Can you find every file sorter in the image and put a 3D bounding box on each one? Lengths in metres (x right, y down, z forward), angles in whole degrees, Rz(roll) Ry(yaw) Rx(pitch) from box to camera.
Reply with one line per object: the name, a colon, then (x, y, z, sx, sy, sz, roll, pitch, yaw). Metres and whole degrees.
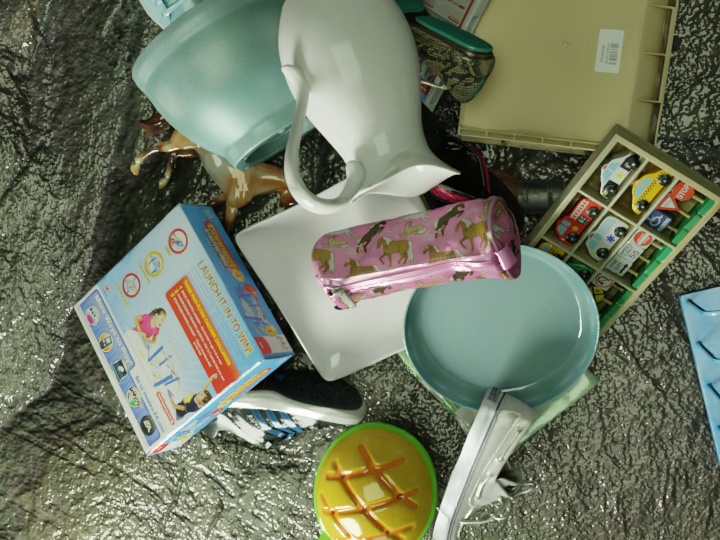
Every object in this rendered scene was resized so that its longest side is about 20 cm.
file sorter: (0.416, 0.111, 0.913, 0.139, 0.123, 0.200, -14, 93, 12)

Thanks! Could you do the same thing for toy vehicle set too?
toy vehicle set: (0.248, -0.035, 0.926, 0.124, 0.027, 0.200, 29, 126, -5)

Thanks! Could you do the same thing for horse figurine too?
horse figurine: (-0.170, -0.115, 1.039, 0.133, 0.050, 0.200, -42, 89, 17)

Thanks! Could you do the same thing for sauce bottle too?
sauce bottle: (0.114, -0.077, 0.980, 0.200, 0.066, 0.066, 3, 96, 12)

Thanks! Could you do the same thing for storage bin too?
storage bin: (0.206, -0.223, 0.935, 0.198, 0.094, 0.200, 8, 96, 10)

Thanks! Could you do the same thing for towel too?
towel: (0.136, 0.095, 1.014, 0.153, 0.023, 0.200, -42, 87, 11)

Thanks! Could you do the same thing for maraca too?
maraca: (0.010, 0.263, 1.011, 0.137, 0.107, 0.200, 17, 99, 16)

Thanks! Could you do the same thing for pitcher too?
pitcher: (-0.016, -0.154, 0.820, 0.121, 0.171, 0.200, -24, 86, 50)

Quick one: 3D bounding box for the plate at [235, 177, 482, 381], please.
plate: (0.000, 0.000, 0.983, 0.200, 0.032, 0.200, -25, 107, 19)

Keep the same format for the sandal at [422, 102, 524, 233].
sandal: (0.086, -0.099, 0.907, 0.200, 0.045, 0.075, 45, 74, -11)

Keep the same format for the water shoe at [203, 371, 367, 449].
water shoe: (-0.087, 0.161, 1.048, 0.200, 0.072, 0.079, 6, 116, 16)

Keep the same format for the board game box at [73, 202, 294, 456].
board game box: (-0.199, 0.064, 1.011, 0.196, 0.056, 0.200, -39, 71, 24)

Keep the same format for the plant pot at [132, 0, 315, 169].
plant pot: (-0.111, -0.188, 0.943, 0.200, 0.200, 0.134, -31, 90, 12)

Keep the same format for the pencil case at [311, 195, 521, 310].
pencil case: (0.055, -0.015, 0.885, 0.200, 0.083, 0.087, -12, 69, 25)

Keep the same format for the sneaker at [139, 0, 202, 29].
sneaker: (-0.233, -0.329, 1.013, 0.074, 0.082, 0.200, -40, 87, 12)

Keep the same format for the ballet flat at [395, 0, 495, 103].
ballet flat: (0.047, -0.229, 0.898, 0.200, 0.068, 0.075, 47, 130, 28)

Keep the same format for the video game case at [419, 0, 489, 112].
video game case: (0.049, -0.246, 0.947, 0.143, 0.017, 0.200, 43, 117, 33)

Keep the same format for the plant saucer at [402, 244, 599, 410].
plant saucer: (0.144, 0.058, 0.958, 0.200, 0.027, 0.200, 2, 117, 4)

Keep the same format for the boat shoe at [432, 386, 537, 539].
boat shoe: (0.142, 0.222, 0.985, 0.086, 0.075, 0.202, 23, 113, 11)
